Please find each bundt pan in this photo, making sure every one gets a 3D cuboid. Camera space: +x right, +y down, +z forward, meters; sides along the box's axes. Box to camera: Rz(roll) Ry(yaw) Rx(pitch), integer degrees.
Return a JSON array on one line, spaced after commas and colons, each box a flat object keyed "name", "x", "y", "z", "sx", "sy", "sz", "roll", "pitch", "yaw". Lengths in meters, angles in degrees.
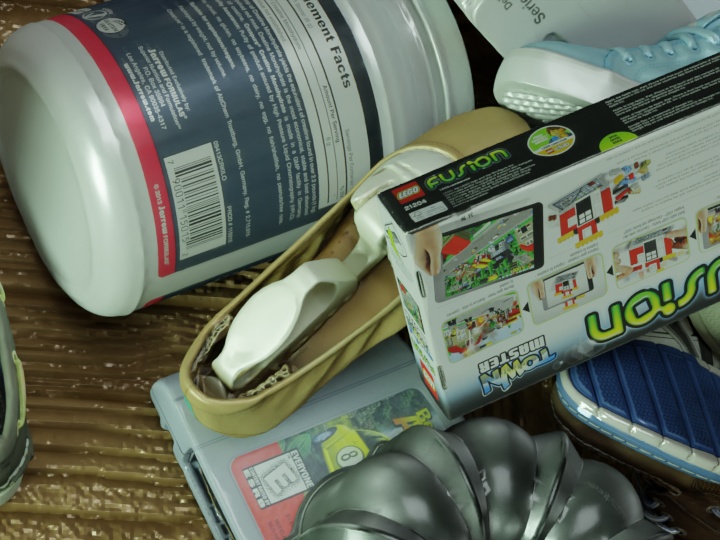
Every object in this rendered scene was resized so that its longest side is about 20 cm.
[{"name": "bundt pan", "x": 0.060, "y": 0.151, "z": 0.818, "sx": 0.201, "sy": 0.076, "sz": 0.203, "roll": 8, "pitch": 62, "yaw": -14}]

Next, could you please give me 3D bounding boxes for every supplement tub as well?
[{"name": "supplement tub", "x": -0.061, "y": -0.072, "z": 0.895, "sx": 0.199, "sy": 0.140, "sz": 0.141, "roll": -21, "pitch": 72, "yaw": -25}]

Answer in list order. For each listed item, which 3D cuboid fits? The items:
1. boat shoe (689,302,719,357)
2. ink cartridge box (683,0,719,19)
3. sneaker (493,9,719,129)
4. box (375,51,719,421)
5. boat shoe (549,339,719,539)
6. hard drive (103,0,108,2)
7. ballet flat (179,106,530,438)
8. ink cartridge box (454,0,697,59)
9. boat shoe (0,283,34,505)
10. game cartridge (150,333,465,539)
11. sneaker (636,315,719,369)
[{"name": "boat shoe", "x": 0.231, "y": 0.023, "z": 0.948, "sx": 0.199, "sy": 0.072, "sz": 0.068, "roll": 25, "pitch": 58, "yaw": -37}, {"name": "ink cartridge box", "x": 0.219, "y": -0.100, "z": 0.963, "sx": 0.199, "sy": 0.047, "sz": 0.161, "roll": 13, "pitch": 72, "yaw": 19}, {"name": "sneaker", "x": 0.152, "y": -0.089, "z": 0.886, "sx": 0.199, "sy": 0.074, "sz": 0.082, "roll": 13, "pitch": 76, "yaw": -28}, {"name": "box", "x": 0.112, "y": -0.020, "z": 0.821, "sx": 0.199, "sy": 0.110, "sz": 0.035, "roll": -22, "pitch": 40, "yaw": -10}, {"name": "boat shoe", "x": 0.168, "y": 0.096, "z": 0.901, "sx": 0.199, "sy": 0.072, "sz": 0.072, "roll": 21, "pitch": 38, "yaw": -20}, {"name": "hard drive", "x": -0.106, "y": -0.222, "z": 1.023, "sx": 0.131, "sy": 0.027, "sz": 0.201, "roll": -20, "pitch": 71, "yaw": -24}, {"name": "ballet flat", "x": 0.000, "y": 0.000, "z": 0.832, "sx": 0.200, "sy": 0.063, "sz": 0.069, "roll": -45, "pitch": 71, "yaw": 2}, {"name": "ink cartridge box", "x": 0.072, "y": -0.174, "z": 0.940, "sx": 0.084, "sy": 0.146, "sz": 0.200, "roll": -41, "pitch": 49, "yaw": 10}, {"name": "boat shoe", "x": -0.199, "y": 0.009, "z": 0.859, "sx": 0.072, "sy": 0.060, "sz": 0.202, "roll": -15, "pitch": 70, "yaw": -23}, {"name": "game cartridge", "x": 0.002, "y": 0.117, "z": 0.880, "sx": 0.133, "sy": 0.041, "sz": 0.201, "roll": -19, "pitch": 71, "yaw": -28}, {"name": "sneaker", "x": 0.111, "y": 0.011, "z": 0.912, "sx": 0.200, "sy": 0.075, "sz": 0.088, "roll": 29, "pitch": 65, "yaw": -30}]
